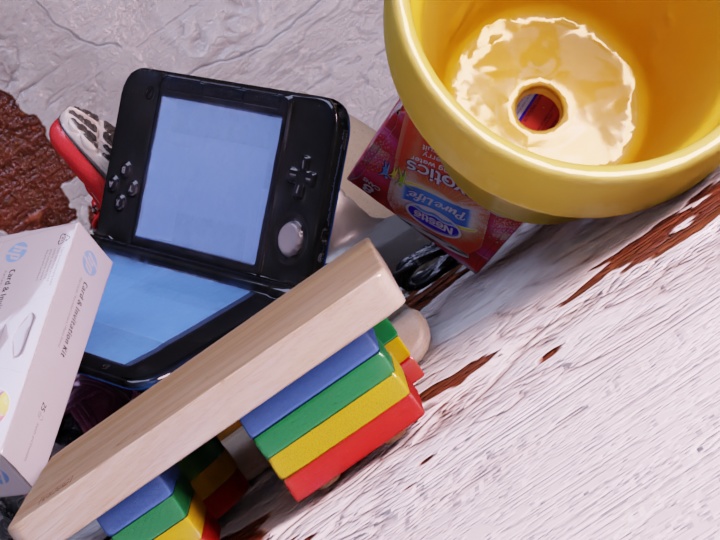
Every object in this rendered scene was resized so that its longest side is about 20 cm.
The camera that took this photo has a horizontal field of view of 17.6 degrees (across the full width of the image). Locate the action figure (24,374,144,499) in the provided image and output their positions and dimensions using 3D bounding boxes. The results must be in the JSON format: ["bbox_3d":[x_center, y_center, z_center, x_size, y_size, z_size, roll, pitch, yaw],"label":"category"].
[{"bbox_3d":[-0.159,0.078,1.406,0.133,0.150,0.201,0,40,24],"label":"action figure"}]

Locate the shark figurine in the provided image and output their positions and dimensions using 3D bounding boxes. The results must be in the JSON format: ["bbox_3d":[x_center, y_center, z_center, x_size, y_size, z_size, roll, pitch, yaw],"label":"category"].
[{"bbox_3d":[0.012,-0.028,1.539,0.214,0.090,0.128,-40,9,-34],"label":"shark figurine"}]

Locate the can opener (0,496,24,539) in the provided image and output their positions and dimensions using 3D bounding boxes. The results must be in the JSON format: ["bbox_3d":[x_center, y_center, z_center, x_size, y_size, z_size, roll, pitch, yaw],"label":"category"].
[{"bbox_3d":[-0.195,0.132,1.558,0.200,0.054,0.067,-28,9,43],"label":"can opener"}]

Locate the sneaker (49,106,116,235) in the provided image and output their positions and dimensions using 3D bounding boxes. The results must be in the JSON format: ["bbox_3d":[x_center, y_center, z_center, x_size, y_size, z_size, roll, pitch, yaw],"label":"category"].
[{"bbox_3d":[-0.149,-0.011,1.497,0.085,0.201,0.077,-29,21,9],"label":"sneaker"}]

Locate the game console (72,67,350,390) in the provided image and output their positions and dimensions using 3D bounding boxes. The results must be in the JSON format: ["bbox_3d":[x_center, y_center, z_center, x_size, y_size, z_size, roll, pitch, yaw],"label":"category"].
[{"bbox_3d":[-0.121,-0.029,1.314,0.118,0.172,0.199,8,4,-44],"label":"game console"}]

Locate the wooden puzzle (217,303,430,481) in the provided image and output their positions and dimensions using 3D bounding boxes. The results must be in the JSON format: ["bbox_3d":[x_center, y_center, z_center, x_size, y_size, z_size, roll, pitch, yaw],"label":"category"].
[{"bbox_3d":[-0.051,0.066,1.288,0.185,0.046,0.200,-35,5,-1],"label":"wooden puzzle"}]

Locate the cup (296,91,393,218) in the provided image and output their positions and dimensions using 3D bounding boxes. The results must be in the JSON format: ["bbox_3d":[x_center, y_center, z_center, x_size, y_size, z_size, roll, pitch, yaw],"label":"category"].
[{"bbox_3d":[-0.047,-0.048,1.755,0.200,0.144,0.200,-35,5,4],"label":"cup"}]

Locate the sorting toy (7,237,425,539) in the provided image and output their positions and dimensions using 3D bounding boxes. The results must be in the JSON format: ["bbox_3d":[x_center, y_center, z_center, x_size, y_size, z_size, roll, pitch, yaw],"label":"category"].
[{"bbox_3d":[-0.056,0.075,1.104,0.199,0.070,0.199,-35,5,1],"label":"sorting toy"}]

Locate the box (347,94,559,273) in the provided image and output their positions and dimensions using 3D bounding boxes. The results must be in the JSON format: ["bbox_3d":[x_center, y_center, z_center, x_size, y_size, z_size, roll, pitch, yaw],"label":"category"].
[{"bbox_3d":[0.090,-0.112,1.382,0.200,0.099,0.096,-56,3,-31],"label":"box"}]

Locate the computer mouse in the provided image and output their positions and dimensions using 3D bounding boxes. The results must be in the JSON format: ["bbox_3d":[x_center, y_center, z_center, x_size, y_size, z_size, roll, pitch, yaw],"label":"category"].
[{"bbox_3d":[0.000,0.000,1.394,0.199,0.034,0.059,-20,-24,-39],"label":"computer mouse"}]

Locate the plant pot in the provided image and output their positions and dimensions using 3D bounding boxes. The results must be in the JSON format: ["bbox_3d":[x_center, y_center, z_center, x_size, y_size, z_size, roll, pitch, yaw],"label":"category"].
[{"bbox_3d":[0.106,-0.111,1.208,0.200,0.201,0.189,-36,-11,-13],"label":"plant pot"}]

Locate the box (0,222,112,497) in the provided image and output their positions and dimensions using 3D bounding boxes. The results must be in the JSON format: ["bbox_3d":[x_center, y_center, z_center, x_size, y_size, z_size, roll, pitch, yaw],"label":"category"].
[{"bbox_3d":[-0.245,0.057,1.277,0.199,0.041,0.157,-11,47,28],"label":"box"}]
